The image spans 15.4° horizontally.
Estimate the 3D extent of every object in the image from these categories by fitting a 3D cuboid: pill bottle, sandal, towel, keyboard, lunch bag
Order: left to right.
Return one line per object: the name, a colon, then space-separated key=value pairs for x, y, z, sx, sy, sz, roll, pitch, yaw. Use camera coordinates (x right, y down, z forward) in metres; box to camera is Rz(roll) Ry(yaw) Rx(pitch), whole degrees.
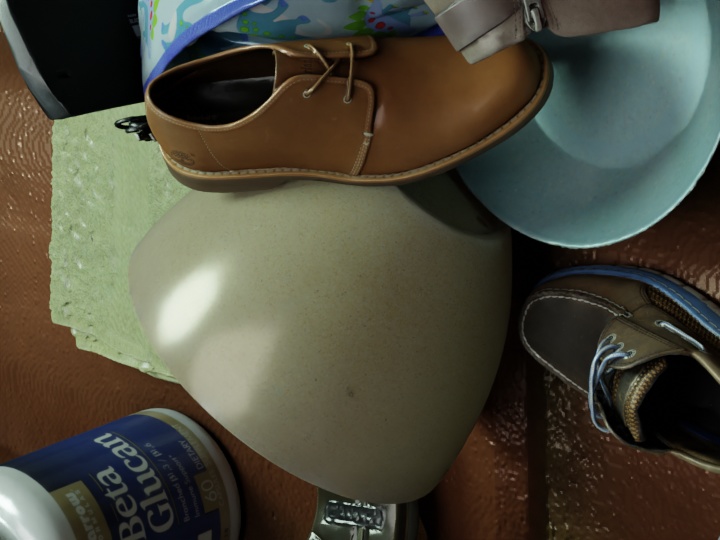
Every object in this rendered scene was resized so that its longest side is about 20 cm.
pill bottle: x=-0.174 y=0.158 z=1.559 sx=0.111 sy=0.200 sz=0.111 roll=16 pitch=114 yaw=39
towel: x=-0.127 y=-0.032 z=1.568 sx=0.148 sy=0.036 sz=0.201 roll=18 pitch=116 yaw=39
keyboard: x=-0.114 y=-0.109 z=1.413 sx=0.040 sy=0.200 sz=0.104 roll=-31 pitch=81 yaw=38
lunch bag: x=-0.038 y=-0.185 z=1.339 sx=0.200 sy=0.127 sz=0.171 roll=-19 pitch=65 yaw=36
sandal: x=0.004 y=0.150 z=1.499 sx=0.082 sy=0.055 sz=0.201 roll=7 pitch=94 yaw=36

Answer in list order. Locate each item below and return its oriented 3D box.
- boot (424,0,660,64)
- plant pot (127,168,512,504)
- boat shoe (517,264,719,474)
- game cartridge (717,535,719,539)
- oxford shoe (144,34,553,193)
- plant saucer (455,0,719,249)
boot: x=0.110 y=-0.182 z=1.217 sx=0.199 sy=0.070 sz=0.147 roll=-17 pitch=95 yaw=2
plant pot: x=0.000 y=0.000 z=1.363 sx=0.200 sy=0.200 sz=0.135 roll=48 pitch=116 yaw=21
boat shoe: x=0.149 y=0.051 z=1.309 sx=0.200 sy=0.072 sz=0.072 roll=21 pitch=117 yaw=37
game cartridge: x=0.205 y=0.142 z=1.246 sx=0.041 sy=0.133 sz=0.200 roll=38 pitch=126 yaw=27
oxford shoe: x=-0.008 y=-0.083 z=1.278 sx=0.199 sy=0.071 sz=0.072 roll=-10 pitch=63 yaw=10
plant saucer: x=0.114 y=-0.112 z=1.302 sx=0.201 sy=0.039 sz=0.202 roll=7 pitch=100 yaw=43
